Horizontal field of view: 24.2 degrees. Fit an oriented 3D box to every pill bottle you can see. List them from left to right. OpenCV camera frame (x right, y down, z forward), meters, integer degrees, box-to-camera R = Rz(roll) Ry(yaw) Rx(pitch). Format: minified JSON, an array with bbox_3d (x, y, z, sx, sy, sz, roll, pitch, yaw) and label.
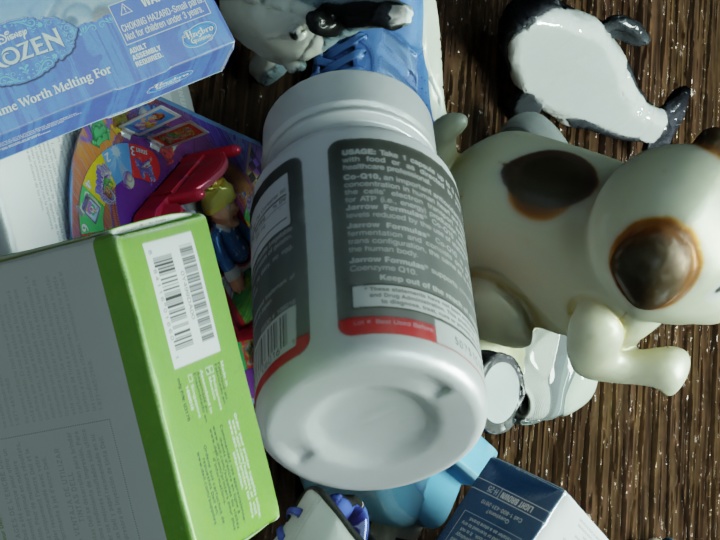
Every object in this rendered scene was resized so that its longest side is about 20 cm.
[{"bbox_3d":[0.000,0.000,0.862,0.114,0.114,0.201,31,38,-34],"label":"pill bottle"}]

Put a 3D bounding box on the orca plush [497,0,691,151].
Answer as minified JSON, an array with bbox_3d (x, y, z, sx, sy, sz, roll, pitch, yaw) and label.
[{"bbox_3d":[0.156,-0.150,1.158,0.199,0.105,0.071,11,44,-37],"label":"orca plush"}]

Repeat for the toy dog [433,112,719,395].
[{"bbox_3d":[0.143,-0.023,0.955,0.139,0.199,0.195,-41,114,-30],"label":"toy dog"}]

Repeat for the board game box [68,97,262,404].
[{"bbox_3d":[-0.076,-0.016,0.904,0.200,0.039,0.159,21,62,-55],"label":"board game box"}]

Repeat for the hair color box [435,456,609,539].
[{"bbox_3d":[0.057,0.212,0.894,0.201,0.060,0.100,-54,131,-14],"label":"hair color box"}]

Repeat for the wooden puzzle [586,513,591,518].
[{"bbox_3d":[0.070,0.251,0.978,0.199,0.037,0.187,-12,112,-42],"label":"wooden puzzle"}]

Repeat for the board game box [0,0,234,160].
[{"bbox_3d":[-0.191,-0.152,0.787,0.199,0.043,0.200,-25,83,-22],"label":"board game box"}]

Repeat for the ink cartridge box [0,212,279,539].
[{"bbox_3d":[-0.155,0.067,0.772,0.076,0.199,0.149,-20,97,-63],"label":"ink cartridge box"}]

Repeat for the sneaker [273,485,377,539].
[{"bbox_3d":[-0.041,0.169,0.847,0.081,0.198,0.116,49,45,-60],"label":"sneaker"}]

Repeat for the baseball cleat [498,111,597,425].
[{"bbox_3d":[0.106,-0.002,1.085,0.106,0.069,0.202,-11,89,-44],"label":"baseball cleat"}]

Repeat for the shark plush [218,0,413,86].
[{"bbox_3d":[-0.032,-0.161,0.916,0.083,0.200,0.091,-42,107,-10],"label":"shark plush"}]

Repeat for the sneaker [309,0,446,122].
[{"bbox_3d":[-0.007,-0.115,0.997,0.111,0.076,0.202,-23,105,-51],"label":"sneaker"}]

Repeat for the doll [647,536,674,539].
[{"bbox_3d":[0.214,0.254,1.151,0.199,0.048,0.138,-16,92,-48],"label":"doll"}]

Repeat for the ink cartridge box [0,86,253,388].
[{"bbox_3d":[-0.138,-0.011,0.884,0.176,0.044,0.202,-19,96,-60],"label":"ink cartridge box"}]

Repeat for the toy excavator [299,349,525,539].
[{"bbox_3d":[0.017,0.133,0.971,0.194,0.099,0.201,43,64,-42],"label":"toy excavator"}]
